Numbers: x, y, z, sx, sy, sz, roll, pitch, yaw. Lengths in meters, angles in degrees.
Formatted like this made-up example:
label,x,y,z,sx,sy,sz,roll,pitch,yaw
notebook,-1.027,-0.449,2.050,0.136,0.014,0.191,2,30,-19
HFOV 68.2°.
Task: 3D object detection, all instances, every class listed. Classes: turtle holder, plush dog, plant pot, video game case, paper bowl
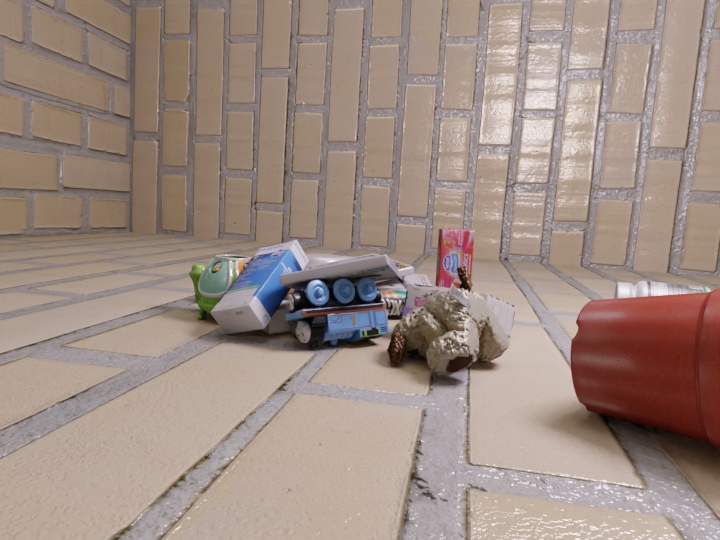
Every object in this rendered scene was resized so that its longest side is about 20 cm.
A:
label,x,y,z,sx,sy,sz,roll,pitch,yaw
turtle holder,-0.282,0.033,1.145,0.140,0.133,0.185,-1,8,-28
plush dog,0.129,0.095,0.896,0.171,0.162,0.199,-25,-14,36
plant pot,0.379,0.113,0.648,0.199,0.203,0.194,-3,1,-44
video game case,0.000,0.000,1.311,0.198,0.023,0.181,-12,18,-28
video game case,-0.032,0.011,1.013,0.198,0.022,0.182,-11,-9,9
paper bowl,-0.108,0.007,1.571,0.198,0.106,0.201,3,6,0

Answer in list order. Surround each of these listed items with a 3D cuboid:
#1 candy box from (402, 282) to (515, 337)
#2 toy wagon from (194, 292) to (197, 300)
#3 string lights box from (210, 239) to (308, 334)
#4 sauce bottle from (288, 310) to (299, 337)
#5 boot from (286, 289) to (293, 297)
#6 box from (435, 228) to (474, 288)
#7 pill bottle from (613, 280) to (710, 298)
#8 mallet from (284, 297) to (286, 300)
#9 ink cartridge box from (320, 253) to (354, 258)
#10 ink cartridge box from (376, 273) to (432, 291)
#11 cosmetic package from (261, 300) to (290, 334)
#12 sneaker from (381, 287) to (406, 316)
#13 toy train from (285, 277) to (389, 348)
label,x,y,z,sx,sy,sz,roll,pitch,yaw
candy box,0.202,0.081,1.074,0.166,0.072,0.199,8,-5,32
toy wagon,-0.326,0.057,1.313,0.153,0.040,0.200,3,7,2
string lights box,-0.190,0.028,1.031,0.102,0.059,0.201,-10,33,32
sauce bottle,-0.045,0.094,1.056,0.198,0.066,0.064,0,7,-37
boot,-0.116,0.045,1.311,0.154,0.078,0.200,0,10,26
box,0.283,-0.024,1.608,0.098,0.203,0.095,4,5,2
pill bottle,0.725,0.086,1.288,0.198,0.115,0.113,6,7,22
mallet,-0.163,0.027,1.235,0.065,0.041,0.201,8,45,16
ink cartridge box,-0.058,-0.001,1.737,0.198,0.085,0.146,4,7,12
ink cartridge box,0.114,0.055,1.325,0.197,0.069,0.116,5,20,-7
cosmetic package,-0.118,0.091,1.091,0.198,0.051,0.082,-2,7,-37
sneaker,0.049,0.082,1.221,0.197,0.072,0.080,5,21,-1
toy train,-0.041,0.076,0.970,0.198,0.116,0.086,-3,-11,-35
